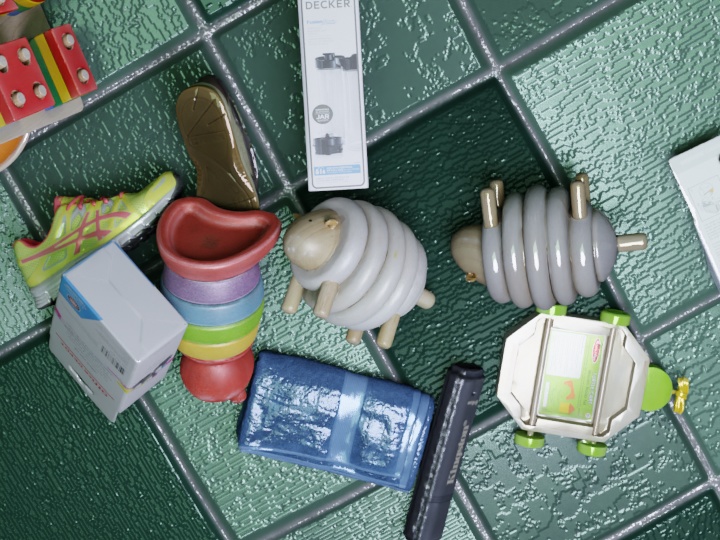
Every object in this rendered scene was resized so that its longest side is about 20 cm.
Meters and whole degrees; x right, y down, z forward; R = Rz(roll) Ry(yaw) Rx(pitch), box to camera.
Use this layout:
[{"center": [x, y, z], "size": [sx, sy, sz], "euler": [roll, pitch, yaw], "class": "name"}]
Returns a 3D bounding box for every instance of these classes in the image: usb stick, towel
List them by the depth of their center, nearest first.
[{"center": [-0.028, 0.158, 1.537], "size": [0.198, 0.049, 0.113], "euler": [15, 99, -2], "class": "towel"}, {"center": [0.089, 0.197, 1.544], "size": [0.032, 0.055, 0.202], "euler": [22, 102, 40], "class": "usb stick"}]

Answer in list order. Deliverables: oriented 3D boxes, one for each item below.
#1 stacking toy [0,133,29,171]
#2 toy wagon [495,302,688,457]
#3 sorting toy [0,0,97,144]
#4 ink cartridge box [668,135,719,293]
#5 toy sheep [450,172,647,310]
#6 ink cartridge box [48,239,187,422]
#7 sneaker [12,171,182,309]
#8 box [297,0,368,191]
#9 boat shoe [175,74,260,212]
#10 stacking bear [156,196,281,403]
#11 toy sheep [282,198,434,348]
[{"center": [-0.411, -0.152, 1.403], "size": [0.145, 0.200, 0.148], "euler": [1, 99, 5], "class": "stacking toy"}, {"center": [0.245, 0.116, 1.535], "size": [0.198, 0.040, 0.157], "euler": [8, 100, -2], "class": "toy wagon"}, {"center": [-0.342, -0.230, 1.385], "size": [0.069, 0.200, 0.200], "euler": [-18, 101, 27], "class": "sorting toy"}, {"center": [0.427, -0.056, 1.505], "size": [0.162, 0.057, 0.201], "euler": [-25, 91, 5], "class": "ink cartridge box"}, {"center": [0.188, -0.026, 1.464], "size": [0.198, 0.138, 0.139], "euler": [-3, 101, 18], "class": "toy sheep"}, {"center": [-0.249, 0.066, 1.468], "size": [0.068, 0.200, 0.115], "euler": [-38, 82, -27], "class": "ink cartridge box"}, {"center": [-0.273, -0.049, 1.488], "size": [0.199, 0.078, 0.091], "euler": [-35, 89, 2], "class": "sneaker"}, {"center": [-0.027, -0.186, 1.442], "size": [0.060, 0.117, 0.202], "euler": [-3, 99, 1], "class": "box"}, {"center": [-0.133, -0.103, 1.481], "size": [0.073, 0.065, 0.202], "euler": [1, 120, 18], "class": "boat shoe"}, {"center": [-0.148, 0.045, 1.474], "size": [0.120, 0.114, 0.201], "euler": [12, 127, 14], "class": "stacking bear"}, {"center": [0.000, 0.000, 1.459], "size": [0.199, 0.138, 0.138], "euler": [29, 101, -42], "class": "toy sheep"}]
